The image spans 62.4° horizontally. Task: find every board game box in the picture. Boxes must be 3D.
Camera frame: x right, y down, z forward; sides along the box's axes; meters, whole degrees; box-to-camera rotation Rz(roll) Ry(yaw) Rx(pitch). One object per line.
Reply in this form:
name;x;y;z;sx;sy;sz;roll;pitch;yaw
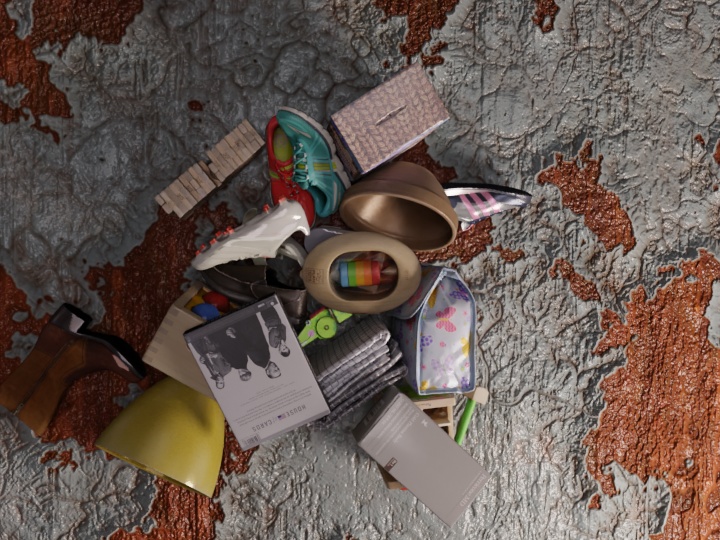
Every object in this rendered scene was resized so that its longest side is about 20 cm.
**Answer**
board game box;0.032;-0.229;0.971;0.158;0.200;0.097;-33;96;-6

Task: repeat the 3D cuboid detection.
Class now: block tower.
block tower;-0.250;-0.167;1.008;0.200;0.058;0.054;-42;96;-3

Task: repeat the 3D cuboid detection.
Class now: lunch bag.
lunch bag;0.115;0.091;1.007;0.125;0.170;0.203;2;93;-12

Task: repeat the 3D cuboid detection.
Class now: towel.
towel;-0.024;0.169;0.993;0.199;0.166;0.086;-35;99;-4

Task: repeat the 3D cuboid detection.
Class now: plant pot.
plant pot;-0.299;0.257;0.961;0.198;0.200;0.143;28;63;-7
plant pot;0.069;-0.116;0.992;0.198;0.201;0.094;17;69;-8

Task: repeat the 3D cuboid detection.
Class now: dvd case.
dvd case;-0.149;0.151;0.875;0.149;0.025;0.202;-23;104;2

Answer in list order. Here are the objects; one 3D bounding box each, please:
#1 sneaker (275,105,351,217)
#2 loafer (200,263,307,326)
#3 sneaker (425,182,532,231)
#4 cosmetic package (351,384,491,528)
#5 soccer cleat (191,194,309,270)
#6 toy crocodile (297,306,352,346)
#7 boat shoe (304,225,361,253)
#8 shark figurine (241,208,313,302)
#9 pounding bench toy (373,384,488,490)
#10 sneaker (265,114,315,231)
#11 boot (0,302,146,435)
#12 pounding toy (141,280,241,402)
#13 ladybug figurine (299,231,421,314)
sneaker;-0.078;-0.173;0.959;0.080;0.077;0.201;-48;129;-23
loafer;-0.169;0.019;0.980;0.198;0.073;0.072;25;104;7
sneaker;0.210;-0.113;1.074;0.197;0.070;0.083;1;108;-5
cosmetic package;0.093;0.286;0.926;0.200;0.090;0.107;41;84;-4
soccer cleat;-0.174;-0.042;0.937;0.198;0.069;0.078;-29;107;5
toy crocodile;-0.039;0.071;1.038;0.199;0.068;0.062;-33;89;-8
boat shoe;0.001;-0.037;1.036;0.197;0.070;0.072;11;107;-1
shark figurine;-0.133;-0.044;1.020;0.212;0.090;0.129;25;122;0
pounding bench toy;0.129;0.286;1.037;0.197;0.124;0.158;-5;92;-8
sneaker;-0.126;-0.164;1.009;0.076;0.085;0.203;-15;93;-6
boot;-0.478;0.187;0.979;0.187;0.068;0.201;36;87;-8
pounding toy;-0.208;0.105;0.970;0.199;0.184;0.143;31;100;-8
ladybug figurine;0.000;0.000;0.972;0.197;0.072;0.138;2;106;3
